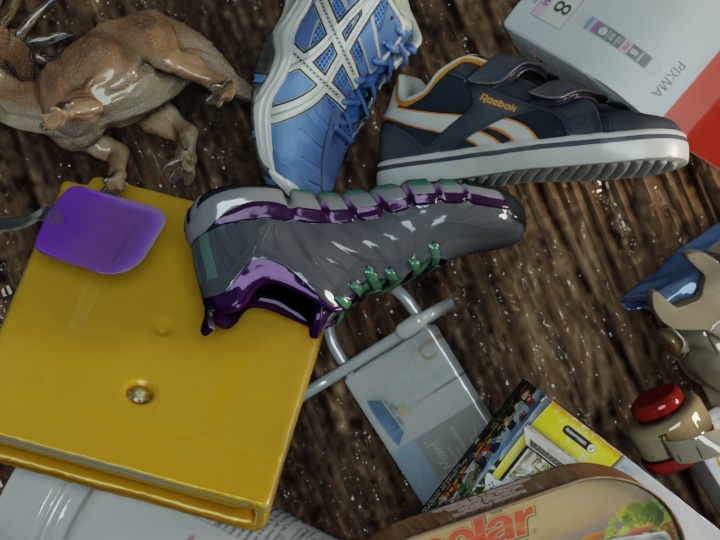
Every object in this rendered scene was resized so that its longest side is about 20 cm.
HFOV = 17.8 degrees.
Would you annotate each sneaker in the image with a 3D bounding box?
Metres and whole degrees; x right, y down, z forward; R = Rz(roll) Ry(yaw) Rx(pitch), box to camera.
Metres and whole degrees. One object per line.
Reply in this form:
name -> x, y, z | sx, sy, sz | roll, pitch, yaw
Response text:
sneaker -> -0.011, -0.127, 1.355 | 0.077, 0.076, 0.200 | 9, 86, 23
sneaker -> 0.000, 0.000, 1.317 | 0.200, 0.074, 0.088 | -2, 68, -11
sneaker -> 0.095, -0.089, 1.329 | 0.200, 0.078, 0.079 | -2, 84, 33

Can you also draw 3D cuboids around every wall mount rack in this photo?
wall mount rack -> 0.011, 0.110, 1.350 | 0.174, 0.075, 0.200 | -33, 87, 22

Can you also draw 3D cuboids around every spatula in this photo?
spatula -> -0.211, -0.030, 1.333 | 0.200, 0.021, 0.057 | 6, 49, 24

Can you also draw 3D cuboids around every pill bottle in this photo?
pill bottle -> -0.103, 0.170, 1.301 | 0.200, 0.113, 0.113 | 25, 84, 13

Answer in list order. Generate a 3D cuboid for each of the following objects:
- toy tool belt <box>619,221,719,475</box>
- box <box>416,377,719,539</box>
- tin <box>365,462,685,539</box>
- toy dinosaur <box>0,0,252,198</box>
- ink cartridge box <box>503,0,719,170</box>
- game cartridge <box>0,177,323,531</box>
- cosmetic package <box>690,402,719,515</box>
toy tool belt -> 0.209, 0.012, 1.332 | 0.200, 0.125, 0.123 | -38, 106, -25
box -> 0.127, 0.173, 1.295 | 0.200, 0.038, 0.137 | 38, 92, -21
tin -> 0.079, 0.172, 1.241 | 0.200, 0.042, 0.112 | -17, 112, -11
toy dinosaur -> -0.151, -0.119, 1.357 | 0.200, 0.086, 0.136 | -15, 50, -21
ink cartridge box -> 0.206, -0.155, 1.343 | 0.163, 0.057, 0.200 | -50, 47, -6
game cartridge -> -0.114, 0.042, 1.312 | 0.176, 0.032, 0.200 | 15, 49, 2
cosmetic package -> 0.291, 0.075, 1.381 | 0.200, 0.051, 0.083 | -32, 87, -6
